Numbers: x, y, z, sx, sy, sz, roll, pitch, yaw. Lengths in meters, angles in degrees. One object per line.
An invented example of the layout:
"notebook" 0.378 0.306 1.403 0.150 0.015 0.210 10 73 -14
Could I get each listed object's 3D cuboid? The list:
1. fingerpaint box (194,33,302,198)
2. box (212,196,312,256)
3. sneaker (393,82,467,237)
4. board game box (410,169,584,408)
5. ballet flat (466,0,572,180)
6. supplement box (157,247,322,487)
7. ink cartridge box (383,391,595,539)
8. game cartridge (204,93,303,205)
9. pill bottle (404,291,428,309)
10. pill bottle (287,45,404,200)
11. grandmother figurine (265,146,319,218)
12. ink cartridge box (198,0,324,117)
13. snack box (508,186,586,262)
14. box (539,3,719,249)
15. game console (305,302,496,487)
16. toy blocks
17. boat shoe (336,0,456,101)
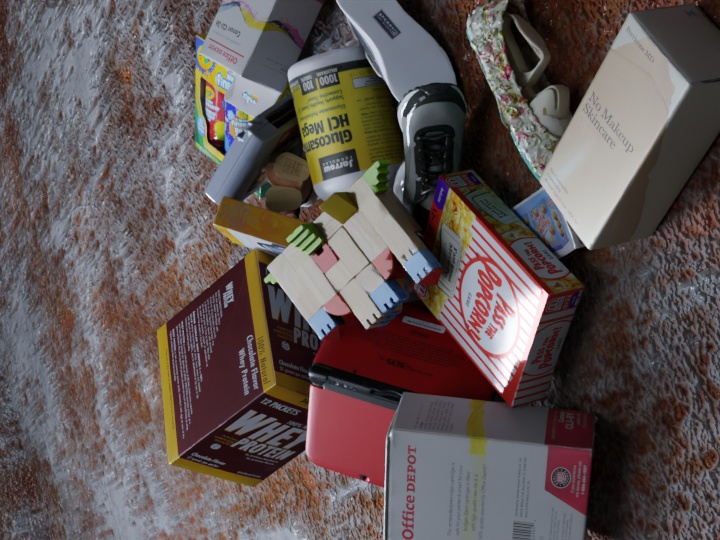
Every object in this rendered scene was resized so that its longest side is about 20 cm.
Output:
"fingerpaint box" -0.150 -0.213 1.748 0.200 0.073 0.167 39 133 47
"box" -0.063 -0.030 1.515 0.119 0.200 0.042 59 -132 -80
"sneaker" 0.078 -0.116 1.367 0.200 0.074 0.079 92 169 -50
"board game box" 0.134 0.016 1.326 0.200 0.046 0.152 51 142 40
"ballet flat" 0.161 -0.175 1.238 0.064 0.076 0.200 -37 72 41
"supplement box" -0.128 0.120 1.574 0.200 0.133 0.198 -38 46 31
"ink cartridge box" 0.129 0.211 1.310 0.083 0.200 0.145 -65 -21 -64
"game cartridge" -0.107 -0.152 1.567 0.041 0.200 0.133 43 128 3
"pill bottle" 0.051 0.135 1.496 0.116 0.116 0.200 -37 69 58
"pill bottle" -0.009 -0.147 1.492 0.112 0.112 0.200 -15 88 60
"grandmother figurine" -0.079 -0.109 1.611 0.200 0.060 0.121 1 -66 -88
"ink cartridge box" -0.124 -0.294 1.596 0.116 0.067 0.200 34 102 50
"snack box" 0.161 -0.024 1.338 0.200 0.024 0.072 -37 68 58
"box" 0.240 -0.120 1.112 0.095 0.078 0.200 58 146 31
"game console" 0.052 0.140 1.426 0.200 0.173 0.119 15 149 18
"toy blocks" 0.000 0.000 1.385 0.200 0.100 0.137 -42 77 22
"boat shoe" 0.040 -0.238 1.426 0.200 0.072 0.068 53 178 14
